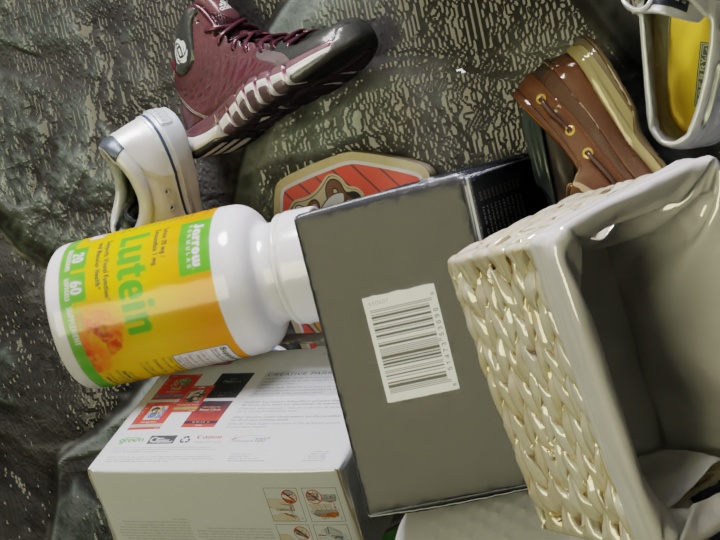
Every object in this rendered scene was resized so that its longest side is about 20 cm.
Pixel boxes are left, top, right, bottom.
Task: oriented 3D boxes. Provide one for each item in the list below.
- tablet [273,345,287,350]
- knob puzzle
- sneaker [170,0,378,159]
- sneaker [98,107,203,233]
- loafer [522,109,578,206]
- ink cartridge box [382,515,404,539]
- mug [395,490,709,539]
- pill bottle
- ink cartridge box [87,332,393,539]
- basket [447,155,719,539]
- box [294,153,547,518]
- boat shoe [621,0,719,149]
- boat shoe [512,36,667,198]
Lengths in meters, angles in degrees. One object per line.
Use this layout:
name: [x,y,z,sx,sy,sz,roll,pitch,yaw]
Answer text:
tablet: [-0.059,0.132,1.466,0.200,0.014,0.130,27,76,36]
knob puzzle: [0.000,0.000,1.441,0.219,0.030,0.220,11,108,36]
sneaker: [-0.080,-0.170,1.436,0.200,0.076,0.116,-28,80,40]
sneaker: [-0.157,-0.028,1.502,0.073,0.071,0.200,33,142,56]
loafer: [0.164,-0.027,1.283,0.063,0.072,0.200,-20,85,29]
ink cartridge box: [-0.047,0.268,1.508,0.146,0.084,0.201,18,112,34]
mug: [0.138,0.225,1.248,0.175,0.148,0.201,-17,83,31]
pill bottle: [-0.118,0.014,1.416,0.199,0.111,0.111,-13,93,15]
ink cartridge box: [-0.063,0.124,1.394,0.200,0.176,0.084,-3,120,26]
basket: [0.155,0.049,1.133,0.123,0.135,0.200,-4,108,59]
box: [0.063,0.037,1.278,0.124,0.197,0.201,-13,92,20]
boat shoe: [0.198,-0.173,1.206,0.074,0.086,0.203,12,109,35]
boat shoe: [0.164,-0.050,1.230,0.067,0.072,0.200,-28,75,4]
